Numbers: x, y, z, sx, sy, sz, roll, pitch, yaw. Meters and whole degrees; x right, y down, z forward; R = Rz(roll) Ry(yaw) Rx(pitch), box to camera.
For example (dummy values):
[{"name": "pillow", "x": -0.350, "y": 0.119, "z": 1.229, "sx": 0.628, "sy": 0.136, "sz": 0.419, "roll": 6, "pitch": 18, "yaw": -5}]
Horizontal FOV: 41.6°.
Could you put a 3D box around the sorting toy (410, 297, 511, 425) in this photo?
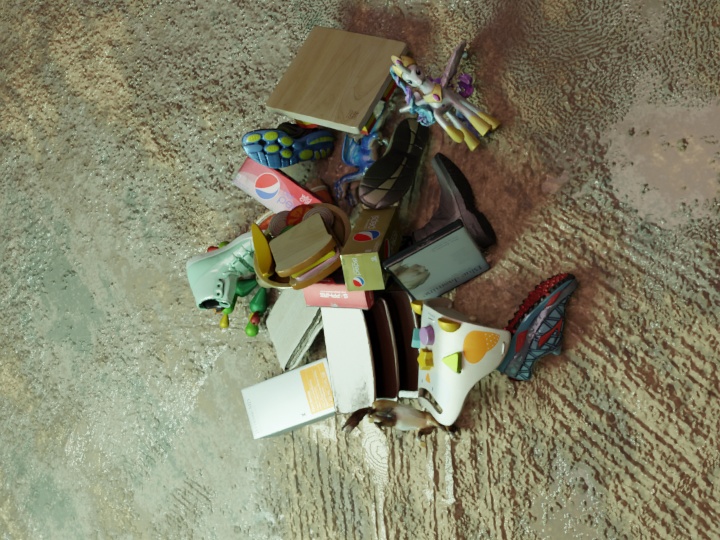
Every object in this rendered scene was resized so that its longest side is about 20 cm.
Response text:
[{"name": "sorting toy", "x": 0.138, "y": 0.153, "z": 1.567, "sx": 0.200, "sy": 0.107, "sz": 0.180, "roll": -150, "pitch": 68, "yaw": -63}]

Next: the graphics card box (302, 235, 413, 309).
[{"name": "graphics card box", "x": 0.000, "y": 0.000, "z": 1.647, "sx": 0.125, "sy": 0.200, "sz": 0.051, "roll": 1, "pitch": 116, "yaw": 30}]

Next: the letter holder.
[{"name": "letter holder", "x": 0.026, "y": 0.142, "z": 1.647, "sx": 0.142, "sy": 0.101, "sz": 0.200, "roll": -2, "pitch": 102, "yaw": 27}]

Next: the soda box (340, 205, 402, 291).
[{"name": "soda box", "x": 0.021, "y": -0.040, "z": 1.578, "sx": 0.064, "sy": 0.200, "sz": 0.068, "roll": -5, "pitch": 115, "yaw": 13}]

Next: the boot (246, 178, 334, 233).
[{"name": "boot", "x": -0.129, "y": -0.076, "z": 1.794, "sx": 0.200, "sy": 0.075, "sz": 0.107, "roll": -33, "pitch": 77, "yaw": 21}]

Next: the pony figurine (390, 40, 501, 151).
[{"name": "pony figurine", "x": 0.144, "y": -0.297, "z": 1.612, "sx": 0.200, "sy": 0.193, "sz": 0.167, "roll": 44, "pitch": 111, "yaw": 4}]

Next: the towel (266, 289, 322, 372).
[{"name": "towel", "x": -0.112, "y": 0.074, "z": 1.749, "sx": 0.200, "sy": 0.034, "sz": 0.133, "roll": -58, "pitch": 38, "yaw": 31}]

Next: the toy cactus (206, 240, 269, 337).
[{"name": "toy cactus", "x": -0.216, "y": 0.020, "z": 1.829, "sx": 0.165, "sy": 0.102, "sz": 0.200, "roll": -24, "pitch": 67, "yaw": 15}]

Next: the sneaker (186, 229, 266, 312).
[{"name": "sneaker", "x": -0.222, "y": 0.007, "z": 1.753, "sx": 0.200, "sy": 0.074, "sz": 0.118, "roll": -23, "pitch": 60, "yaw": 12}]

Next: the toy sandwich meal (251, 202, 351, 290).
[{"name": "toy sandwich meal", "x": -0.106, "y": -0.050, "z": 1.605, "sx": 0.205, "sy": 0.070, "sz": 0.205, "roll": -15, "pitch": 48, "yaw": 17}]

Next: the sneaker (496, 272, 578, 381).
[{"name": "sneaker", "x": 0.298, "y": 0.095, "z": 1.559, "sx": 0.096, "sy": 0.079, "sz": 0.200, "roll": 38, "pitch": 93, "yaw": -11}]

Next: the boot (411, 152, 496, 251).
[{"name": "boot", "x": 0.138, "y": -0.096, "z": 1.653, "sx": 0.132, "sy": 0.070, "sz": 0.200, "roll": -34, "pitch": 67, "yaw": 28}]

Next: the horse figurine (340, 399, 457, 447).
[{"name": "horse figurine", "x": 0.070, "y": 0.253, "z": 1.580, "sx": 0.200, "sy": 0.133, "sz": 0.050, "roll": 10, "pitch": 100, "yaw": 0}]

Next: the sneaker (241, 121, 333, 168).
[{"name": "sneaker", "x": -0.141, "y": -0.233, "z": 1.745, "sx": 0.083, "sy": 0.200, "sz": 0.071, "roll": 23, "pitch": 114, "yaw": 40}]

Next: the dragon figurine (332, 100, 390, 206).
[{"name": "dragon figurine", "x": 0.003, "y": -0.218, "z": 1.737, "sx": 0.099, "sy": 0.059, "sz": 0.200, "roll": 4, "pitch": 90, "yaw": 28}]

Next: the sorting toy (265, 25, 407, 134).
[{"name": "sorting toy", "x": -0.037, "y": -0.335, "z": 1.724, "sx": 0.199, "sy": 0.070, "sz": 0.200, "roll": 18, "pitch": 67, "yaw": 27}]

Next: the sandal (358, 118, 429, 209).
[{"name": "sandal", "x": 0.065, "y": -0.182, "z": 1.675, "sx": 0.080, "sy": 0.057, "sz": 0.201, "roll": 30, "pitch": 63, "yaw": 5}]

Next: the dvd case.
[{"name": "dvd case", "x": 0.129, "y": -0.008, "z": 1.558, "sx": 0.143, "sy": 0.200, "sz": 0.018, "roll": -29, "pitch": 63, "yaw": 8}]

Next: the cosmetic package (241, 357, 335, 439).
[{"name": "cosmetic package", "x": -0.113, "y": 0.237, "z": 1.760, "sx": 0.200, "sy": 0.071, "sz": 0.102, "roll": -24, "pitch": 76, "yaw": 26}]

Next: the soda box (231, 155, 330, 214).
[{"name": "soda box", "x": -0.133, "y": -0.132, "z": 1.731, "sx": 0.200, "sy": 0.063, "sz": 0.070, "roll": 35, "pitch": 98, "yaw": 15}]
